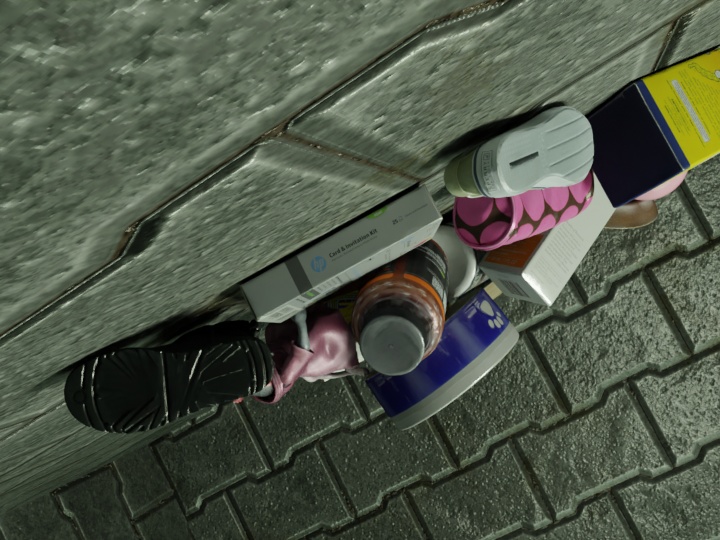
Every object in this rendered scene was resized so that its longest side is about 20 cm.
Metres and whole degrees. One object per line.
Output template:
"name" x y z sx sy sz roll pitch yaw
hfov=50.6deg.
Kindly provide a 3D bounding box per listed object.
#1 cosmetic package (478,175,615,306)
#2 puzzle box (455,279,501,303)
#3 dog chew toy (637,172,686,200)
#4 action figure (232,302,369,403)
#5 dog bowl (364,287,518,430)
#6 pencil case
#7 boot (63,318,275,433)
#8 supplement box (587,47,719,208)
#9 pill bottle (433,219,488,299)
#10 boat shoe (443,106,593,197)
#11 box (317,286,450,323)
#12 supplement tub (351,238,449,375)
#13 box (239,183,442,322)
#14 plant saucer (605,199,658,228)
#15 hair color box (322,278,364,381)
"cosmetic package" 0.261 -0.058 1.035 0.201 0.071 0.101 -53 -155 -12
"puzzle box" 0.235 -0.010 1.217 0.199 0.025 0.133 -40 -170 22
"dog chew toy" 0.450 -0.183 1.187 0.124 0.126 0.200 -31 -179 31
"action figure" -0.096 0.113 0.916 0.132 0.151 0.200 -13 -163 31
"dog bowl" 0.104 0.112 0.986 0.199 0.079 0.200 -38 177 -2
"pencil case" 0.187 -0.090 0.865 0.090 0.095 0.199 24 -149 34
"boot" -0.176 0.093 0.744 0.195 0.075 0.162 -11 -174 -13
"supplement box" 0.365 -0.170 0.890 0.198 0.111 0.109 -25 174 -31
"pill bottle" 0.153 -0.025 1.147 0.105 0.107 0.199 -31 174 26
"boat shoe" 0.147 -0.106 0.685 0.061 0.073 0.199 0 -168 41
"box" 0.018 0.053 1.045 0.197 0.071 0.064 -20 -179 14
"supplement tub" 0.046 0.037 0.875 0.106 0.108 0.201 -30 -164 21
"box" -0.015 -0.011 0.775 0.198 0.042 0.156 -28 175 1
"plant saucer" 0.377 -0.125 1.221 0.199 0.199 0.033 -24 129 -41
"hair color box" 0.003 0.069 1.172 0.198 0.112 0.064 -26 -151 -16
